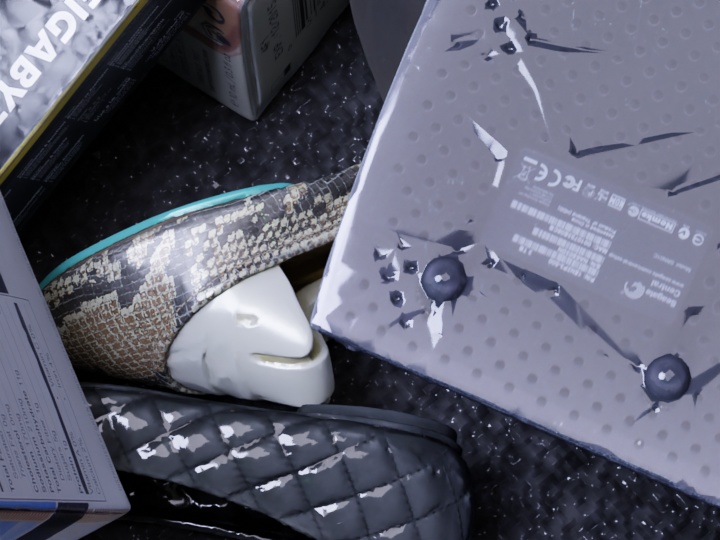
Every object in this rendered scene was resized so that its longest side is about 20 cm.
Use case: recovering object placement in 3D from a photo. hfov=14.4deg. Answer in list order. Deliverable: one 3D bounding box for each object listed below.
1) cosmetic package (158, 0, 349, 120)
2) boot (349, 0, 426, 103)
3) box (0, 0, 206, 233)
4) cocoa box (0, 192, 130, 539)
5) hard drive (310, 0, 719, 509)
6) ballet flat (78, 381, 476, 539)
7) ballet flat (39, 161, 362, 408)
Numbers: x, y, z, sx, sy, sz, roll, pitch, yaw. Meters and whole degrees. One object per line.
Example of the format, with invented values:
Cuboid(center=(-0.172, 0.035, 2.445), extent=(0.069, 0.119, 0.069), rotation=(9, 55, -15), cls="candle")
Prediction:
Cuboid(center=(-0.088, -0.151, 0.929), extent=(0.200, 0.087, 0.103), rotation=(31, 72, 13), cls="cosmetic package")
Cuboid(center=(0.046, -0.073, 0.849), extent=(0.075, 0.074, 0.200), rotation=(-3, 80, -28), cls="boot")
Cuboid(center=(-0.167, -0.063, 0.864), extent=(0.160, 0.049, 0.200), rotation=(43, 99, 14), cls="box")
Cuboid(center=(-0.191, 0.050, 0.773), extent=(0.200, 0.131, 0.133), rotation=(-28, 78, 13), cls="cocoa box")
Cuboid(center=(0.082, -0.049, 0.774), extent=(0.135, 0.042, 0.200), rotation=(23, 84, 7), cls="hard drive")
Cuboid(center=(-0.066, 0.066, 0.845), extent=(0.200, 0.066, 0.057), rotation=(3, 72, 2), cls="ballet flat")
Cuboid(center=(0.000, 0.000, 0.871), extent=(0.200, 0.068, 0.075), rotation=(-22, 57, -12), cls="ballet flat")
